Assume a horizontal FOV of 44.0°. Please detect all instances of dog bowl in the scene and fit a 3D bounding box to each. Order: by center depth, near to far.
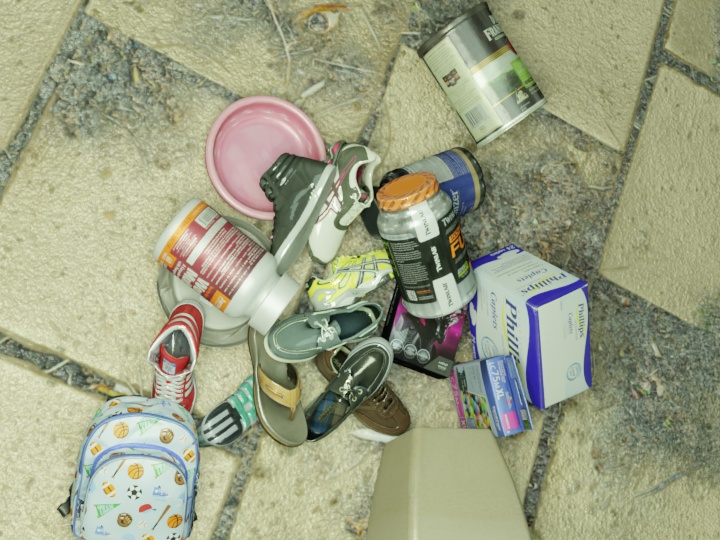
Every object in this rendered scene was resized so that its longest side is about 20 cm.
[{"bbox_3d":[-0.218,0.020,1.365,0.197,0.059,0.204,4,79,-19],"label":"dog bowl"}]

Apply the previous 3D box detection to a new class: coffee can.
[{"bbox_3d":[0.210,-0.335,1.542,0.146,0.146,0.201,-35,94,-22],"label":"coffee can"}]

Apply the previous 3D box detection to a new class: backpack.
[{"bbox_3d":[-0.305,0.274,1.219,0.197,0.154,0.194,5,97,-20],"label":"backpack"}]

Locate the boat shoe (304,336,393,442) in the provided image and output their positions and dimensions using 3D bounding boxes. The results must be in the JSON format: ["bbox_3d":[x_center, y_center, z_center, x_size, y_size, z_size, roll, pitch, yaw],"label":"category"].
[{"bbox_3d":[-0.021,0.186,1.349,0.068,0.057,0.201,39,110,-4],"label":"boat shoe"}]

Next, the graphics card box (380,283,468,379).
[{"bbox_3d":[0.111,0.066,1.483,0.124,0.051,0.203,22,74,-16],"label":"graphics card box"}]

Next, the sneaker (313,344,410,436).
[{"bbox_3d":[0.008,0.190,1.408,0.200,0.075,0.071,42,69,-8],"label":"sneaker"}]

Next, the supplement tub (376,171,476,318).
[{"bbox_3d":[0.099,-0.040,1.372,0.122,0.122,0.202,-31,116,-22],"label":"supplement tub"}]

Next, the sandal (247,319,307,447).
[{"bbox_3d":[-0.116,0.161,1.318,0.081,0.054,0.203,-3,81,-41],"label":"sandal"}]

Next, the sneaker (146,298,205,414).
[{"bbox_3d":[-0.266,0.151,1.261,0.070,0.113,0.203,10,104,-4],"label":"sneaker"}]

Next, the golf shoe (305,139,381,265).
[{"bbox_3d":[-0.031,-0.104,1.410,0.077,0.087,0.203,11,94,-51],"label":"golf shoe"}]

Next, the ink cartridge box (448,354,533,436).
[{"bbox_3d":[0.200,0.200,1.410,0.041,0.200,0.121,-11,84,-20],"label":"ink cartridge box"}]

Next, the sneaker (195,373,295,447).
[{"bbox_3d":[-0.179,0.205,1.347,0.199,0.087,0.075,-25,88,-47],"label":"sneaker"}]

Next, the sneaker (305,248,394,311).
[{"bbox_3d":[0.000,0.000,1.441,0.199,0.075,0.077,-35,94,-23],"label":"sneaker"}]

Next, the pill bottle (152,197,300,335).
[{"bbox_3d":[-0.190,-0.003,1.279,0.199,0.110,0.110,38,70,-3],"label":"pill bottle"}]

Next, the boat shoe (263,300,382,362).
[{"bbox_3d":[-0.051,0.084,1.334,0.198,0.062,0.074,-11,71,-34],"label":"boat shoe"}]

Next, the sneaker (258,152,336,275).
[{"bbox_3d":[-0.121,-0.089,1.366,0.098,0.071,0.202,25,82,10],"label":"sneaker"}]

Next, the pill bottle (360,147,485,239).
[{"bbox_3d":[0.100,-0.124,1.481,0.198,0.112,0.113,-22,88,-22],"label":"pill bottle"}]

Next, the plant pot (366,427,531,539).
[{"bbox_3d":[0.123,0.343,1.371,0.197,0.200,0.180,4,67,-19],"label":"plant pot"}]

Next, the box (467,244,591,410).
[{"bbox_3d":[0.265,0.086,1.425,0.104,0.200,0.187,-20,117,-21],"label":"box"}]

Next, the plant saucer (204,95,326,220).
[{"bbox_3d":[-0.154,-0.176,1.429,0.197,0.051,0.204,4,79,-21],"label":"plant saucer"}]
